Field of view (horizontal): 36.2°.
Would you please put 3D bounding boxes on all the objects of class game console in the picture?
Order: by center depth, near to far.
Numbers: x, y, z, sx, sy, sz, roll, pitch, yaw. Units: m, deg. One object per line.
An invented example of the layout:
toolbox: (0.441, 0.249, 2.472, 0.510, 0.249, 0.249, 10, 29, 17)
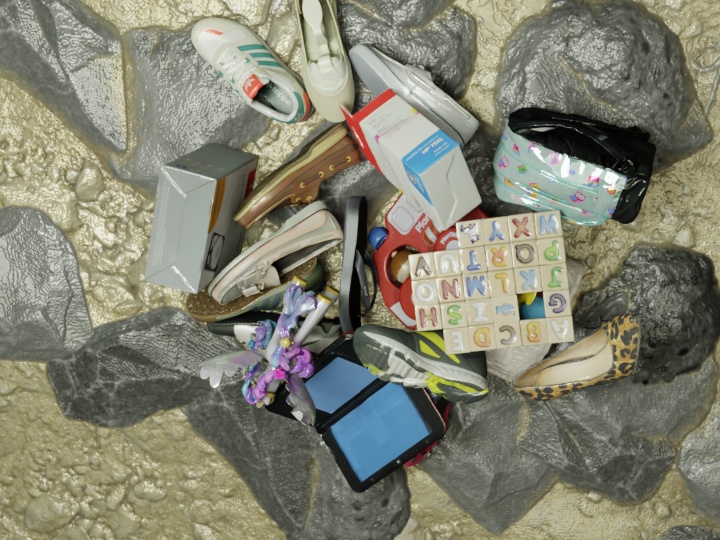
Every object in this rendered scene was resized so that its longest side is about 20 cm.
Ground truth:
game console: (-0.010, 0.203, 1.548, 0.172, 0.119, 0.200, 25, 128, -36)

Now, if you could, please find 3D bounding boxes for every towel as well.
towel: (0.216, 0.056, 1.548, 0.132, 0.034, 0.201, 22, 107, 1)

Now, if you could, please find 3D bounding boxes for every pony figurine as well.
pony figurine: (-0.104, 0.111, 1.464, 0.166, 0.193, 0.201, 29, 97, 2)

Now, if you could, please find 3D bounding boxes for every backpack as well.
backpack: (0.272, -0.135, 1.428, 0.199, 0.167, 0.127, 17, 112, 9)

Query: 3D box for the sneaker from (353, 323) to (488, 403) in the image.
sneaker: (0.083, 0.112, 1.487, 0.199, 0.085, 0.075, 24, 139, -13)

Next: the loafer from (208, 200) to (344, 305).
loafer: (-0.112, -0.013, 1.487, 0.200, 0.072, 0.063, -38, 76, -5)

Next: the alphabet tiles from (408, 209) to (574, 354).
alphabet tiles: (0.165, 0.018, 1.408, 0.199, 0.008, 0.168, -7, 92, 9)

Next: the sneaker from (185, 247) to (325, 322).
sneaker: (-0.140, 0.037, 1.563, 0.199, 0.090, 0.067, -22, 59, 7)

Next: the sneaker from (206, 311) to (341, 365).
sneaker: (-0.127, 0.107, 1.588, 0.199, 0.074, 0.089, 6, 104, 7)

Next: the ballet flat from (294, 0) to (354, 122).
ballet flat: (-0.052, -0.295, 1.460, 0.069, 0.069, 0.201, -11, 97, 11)

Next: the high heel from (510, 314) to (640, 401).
high heel: (0.288, 0.119, 1.475, 0.142, 0.072, 0.200, -4, 149, -12)

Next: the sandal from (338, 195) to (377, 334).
sandal: (0.000, 0.000, 1.508, 0.043, 0.076, 0.202, 5, 101, 12)

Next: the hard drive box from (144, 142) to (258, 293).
hard drive box: (-0.212, -0.076, 1.483, 0.076, 0.200, 0.157, 14, 108, 6)

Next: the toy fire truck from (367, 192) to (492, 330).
toy fire truck: (0.094, -0.029, 1.510, 0.168, 0.112, 0.200, 47, 114, 23)

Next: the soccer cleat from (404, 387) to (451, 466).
soccer cleat: (0.090, 0.188, 1.593, 0.086, 0.070, 0.201, 37, 121, 31)

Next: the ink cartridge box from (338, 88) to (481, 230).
ink cartridge box: (0.062, -0.155, 1.433, 0.067, 0.200, 0.116, -37, 139, -7)

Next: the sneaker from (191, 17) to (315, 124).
sneaker: (-0.147, -0.268, 1.477, 0.200, 0.093, 0.070, 40, 107, -4)

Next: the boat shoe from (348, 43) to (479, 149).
boat shoe: (0.072, -0.240, 1.475, 0.200, 0.074, 0.065, 44, 76, 0)

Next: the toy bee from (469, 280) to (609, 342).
toy bee: (0.221, 0.039, 1.483, 0.131, 0.199, 0.109, -28, 68, 46)

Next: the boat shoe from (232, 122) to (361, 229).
boat shoe: (-0.083, -0.117, 1.493, 0.200, 0.072, 0.068, -40, 103, -12)
